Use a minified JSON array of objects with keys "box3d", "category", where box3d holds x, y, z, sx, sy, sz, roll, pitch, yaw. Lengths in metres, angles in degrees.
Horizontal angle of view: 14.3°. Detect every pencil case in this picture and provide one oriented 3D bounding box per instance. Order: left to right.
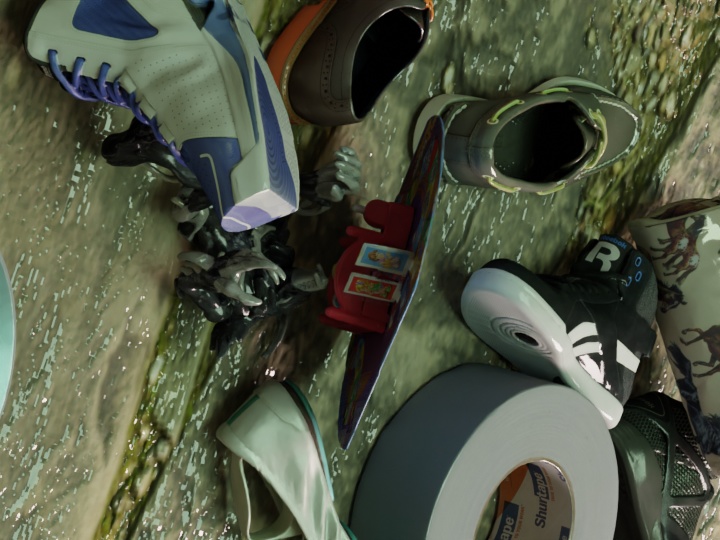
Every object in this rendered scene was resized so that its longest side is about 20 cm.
[{"box3d":[0.251,0.047,1.939,0.089,0.078,0.201,-18,90,-28],"category":"pencil case"}]

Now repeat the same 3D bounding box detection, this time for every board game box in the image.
[{"box3d":[0.000,0.000,1.659,0.158,0.039,0.200,-83,-168,-49],"category":"board game box"}]

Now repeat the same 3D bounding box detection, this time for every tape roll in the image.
[{"box3d":[0.081,0.164,1.848,0.200,0.066,0.201,-18,114,-45],"category":"tape roll"}]

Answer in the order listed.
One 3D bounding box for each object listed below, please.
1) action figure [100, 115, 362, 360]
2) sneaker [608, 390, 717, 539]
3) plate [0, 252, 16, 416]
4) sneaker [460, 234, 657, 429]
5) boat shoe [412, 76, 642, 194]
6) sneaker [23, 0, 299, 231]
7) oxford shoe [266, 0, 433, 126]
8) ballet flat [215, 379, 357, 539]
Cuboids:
[{"box3d":[-0.063,-0.028,1.598,0.200,0.102,0.119,58,47,-39],"category":"action figure"},{"box3d":[0.218,0.171,1.997,0.114,0.076,0.200,-30,118,-32],"category":"sneaker"},{"box3d":[-0.258,0.048,1.456,0.200,0.026,0.201,-17,113,-44],"category":"plate"},{"box3d":[0.134,0.013,1.864,0.112,0.073,0.200,-64,147,-17],"category":"sneaker"},{"box3d":[0.119,-0.082,1.817,0.201,0.060,0.072,-7,107,-47],"category":"boat shoe"},{"box3d":[-0.110,-0.103,1.497,0.081,0.115,0.200,44,25,-70],"category":"sneaker"},{"box3d":[0.024,-0.162,1.673,0.201,0.072,0.071,-60,137,-17],"category":"oxford shoe"},{"box3d":[-0.038,0.156,1.721,0.069,0.069,0.201,-42,126,-32],"category":"ballet flat"}]
